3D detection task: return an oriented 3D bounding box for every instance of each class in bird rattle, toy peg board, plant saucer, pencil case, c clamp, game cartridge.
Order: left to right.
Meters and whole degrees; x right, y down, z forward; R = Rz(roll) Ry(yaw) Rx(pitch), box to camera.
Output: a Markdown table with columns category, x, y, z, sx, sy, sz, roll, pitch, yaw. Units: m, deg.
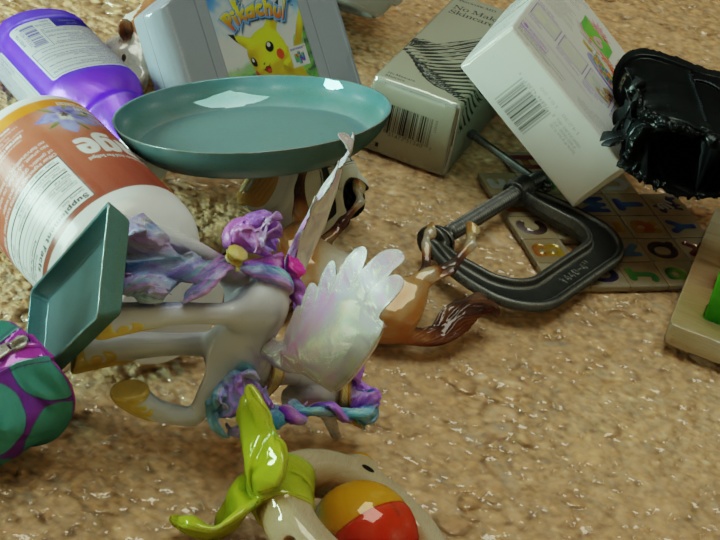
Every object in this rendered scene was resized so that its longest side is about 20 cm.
| category | x | y | z | sx | sy | sz | roll | pitch | yaw |
| --- | --- | --- | --- | --- | --- | --- | --- | --- | --- |
| pencil case | -0.265 | 0.094 | 1.217 | 0.085 | 0.093 | 0.199 | 41 | 42 | 23 |
| plant saucer | -0.173 | 0.020 | 1.271 | 0.019 | 0.200 | 0.071 | 9 | 72 | -18 |
| game cartridge | -0.087 | -0.179 | 1.686 | 0.199 | 0.134 | 0.040 | -23 | 5 | -43 |
| plant saucer | -0.076 | -0.101 | 1.494 | 0.198 | 0.028 | 0.200 | -2 | 21 | 1 |
| bird rattle | -0.006 | 0.154 | 1.211 | 0.200 | 0.113 | 0.162 | 38 | 24 | 31 |
| c clamp | 0.111 | -0.030 | 1.602 | 0.170 | 0.027 | 0.200 | 29 | 33 | 17 |
| toy peg board | 0.351 | 0.002 | 1.562 | 0.199 | 0.098 | 0.199 | 21 | 33 | 9 |

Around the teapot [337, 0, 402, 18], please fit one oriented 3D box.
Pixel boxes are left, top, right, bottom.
| category | x | y | z | sx | sy | sz | roll | pitch | yaw |
| --- | --- | --- | --- | --- | --- | --- | --- | --- | --- |
| teapot | -0.035 | -0.315 | 1.843 | 0.199 | 0.147 | 0.197 | 18 | 3 | -38 |

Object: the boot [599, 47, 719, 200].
| category | x | y | z | sx | sy | sz | roll | pitch | yaw |
| --- | --- | --- | --- | --- | --- | --- | --- | --- | --- |
| boot | 0.280 | -0.103 | 1.617 | 0.197 | 0.074 | 0.163 | 17 | 24 | -6 |

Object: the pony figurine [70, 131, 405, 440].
| category | x | y | z | sx | sy | sz | roll | pitch | yaw |
| --- | --- | --- | --- | --- | --- | --- | --- | --- | --- |
| pony figurine | -0.063 | 0.024 | 1.286 | 0.198 | 0.194 | 0.167 | 10 | 37 | -15 |

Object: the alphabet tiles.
| category | x | y | z | sx | sy | sz | roll | pitch | yaw |
| --- | --- | --- | --- | --- | --- | --- | --- | --- | --- |
| alphabet tiles | 0.191 | -0.042 | 1.672 | 0.166 | 0.008 | 0.200 | -1 | 34 | -20 |

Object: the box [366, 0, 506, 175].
| category | x | y | z | sx | sy | sz | roll | pitch | yaw |
| --- | --- | --- | --- | --- | --- | --- | --- | --- | --- |
| box | 0.075 | -0.158 | 1.758 | 0.082 | 0.069 | 0.200 | 20 | 33 | 12 |

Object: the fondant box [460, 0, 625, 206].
| category | x | y | z | sx | sy | sz | roll | pitch | yaw |
| --- | --- | --- | --- | --- | --- | --- | --- | --- | --- |
| fondant box | 0.166 | -0.152 | 1.703 | 0.145 | 0.058 | 0.200 | 51 | 26 | -7 |

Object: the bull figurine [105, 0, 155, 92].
| category | x | y | z | sx | sy | sz | roll | pitch | yaw |
| --- | --- | --- | --- | --- | --- | --- | --- | --- | --- |
| bull figurine | -0.139 | -0.206 | 1.769 | 0.120 | 0.065 | 0.200 | 17 | 34 | 0 |

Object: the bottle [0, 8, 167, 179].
| category | x | y | z | sx | sy | sz | roll | pitch | yaw |
| --- | --- | --- | --- | --- | --- | --- | --- | --- | --- |
| bottle | -0.211 | -0.133 | 1.623 | 0.083 | 0.066 | 0.200 | -12 | 39 | -33 |

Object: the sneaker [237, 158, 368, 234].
| category | x | y | z | sx | sy | sz | roll | pitch | yaw |
| --- | --- | --- | --- | --- | --- | --- | --- | --- | --- |
| sneaker | -0.035 | -0.073 | 1.603 | 0.087 | 0.076 | 0.200 | 35 | 27 | -8 |

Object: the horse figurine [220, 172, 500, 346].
| category | x | y | z | sx | sy | sz | roll | pitch | yaw |
| --- | --- | --- | --- | --- | --- | --- | --- | --- | --- |
| horse figurine | 0.000 | 0.000 | 1.474 | 0.199 | 0.050 | 0.133 | 27 | 64 | 7 |

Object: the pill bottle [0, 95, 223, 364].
| category | x | y | z | sx | sy | sz | roll | pitch | yaw |
| --- | --- | --- | --- | --- | --- | --- | --- | --- | --- |
| pill bottle | -0.179 | -0.026 | 1.419 | 0.112 | 0.113 | 0.200 | -13 | 40 | -35 |
